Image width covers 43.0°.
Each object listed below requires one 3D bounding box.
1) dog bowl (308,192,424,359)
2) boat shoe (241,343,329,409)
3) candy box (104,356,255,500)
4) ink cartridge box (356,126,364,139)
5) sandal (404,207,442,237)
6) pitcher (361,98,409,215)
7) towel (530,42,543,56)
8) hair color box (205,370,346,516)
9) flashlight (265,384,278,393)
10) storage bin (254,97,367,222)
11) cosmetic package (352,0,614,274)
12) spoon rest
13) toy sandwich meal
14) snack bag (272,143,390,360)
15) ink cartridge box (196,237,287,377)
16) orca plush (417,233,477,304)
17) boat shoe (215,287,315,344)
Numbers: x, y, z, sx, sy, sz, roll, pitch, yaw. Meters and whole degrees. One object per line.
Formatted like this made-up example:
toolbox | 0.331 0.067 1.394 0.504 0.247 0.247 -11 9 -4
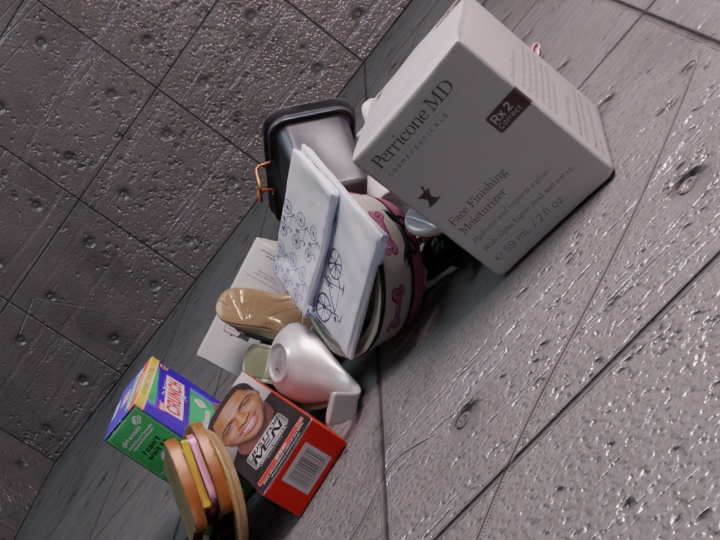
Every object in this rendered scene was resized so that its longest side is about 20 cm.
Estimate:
dog bowl | 0.000 0.000 1.089 0.074 0.201 0.200 -10 -12 -31
boat shoe | -0.079 0.142 1.209 0.199 0.066 0.075 4 79 49
candy box | -0.238 0.227 1.260 0.077 0.200 0.169 -51 14 11
ink cartridge box | 0.110 -0.245 1.379 0.196 0.043 0.200 -47 -23 17
sandal | 0.107 -0.075 1.086 0.079 0.059 0.207 6 32 27
pitcher | 0.054 -0.138 1.222 0.121 0.172 0.200 -40 18 29
towel | 0.181 -0.232 1.327 0.200 0.030 0.147 -38 20 50
hair color box | -0.108 0.200 1.083 0.102 0.061 0.200 -57 30 -10
flashlight | -0.127 0.196 1.261 0.068 0.068 0.200 -15 11 -12
storage bin | -0.058 -0.101 1.200 0.200 0.145 0.134 92 162 -49
cosmetic package | 0.124 -0.141 0.935 0.165 0.200 0.165 -47 15 29
spoon rest | -0.056 0.130 1.105 0.200 0.060 0.100 32 112 57
toy sandwich meal | -0.193 0.273 1.076 0.070 0.206 0.205 -11 -8 -28
snack bag | -0.042 -0.017 1.062 0.200 0.021 0.189 50 138 39
ink cartridge box | -0.157 0.057 1.407 0.200 0.083 0.147 -62 -5 4
orca plush | 0.069 -0.015 1.087 0.105 0.071 0.200 -56 14 -9
boat shoe | -0.099 0.072 1.259 0.065 0.199 0.072 70 -148 -67
